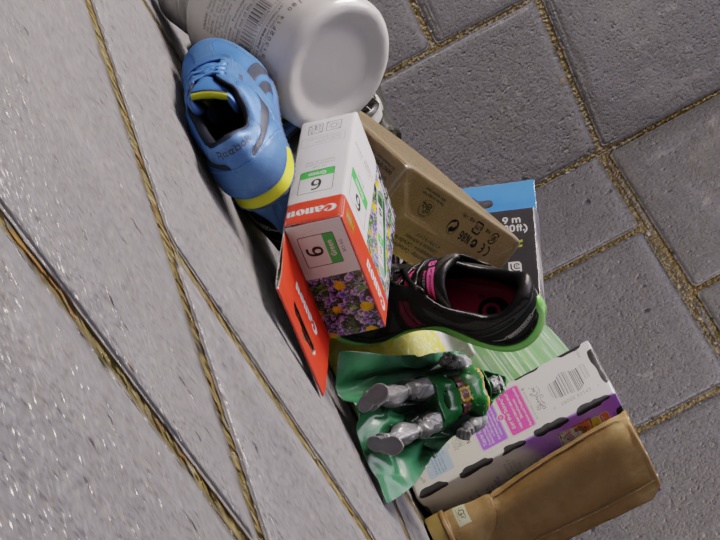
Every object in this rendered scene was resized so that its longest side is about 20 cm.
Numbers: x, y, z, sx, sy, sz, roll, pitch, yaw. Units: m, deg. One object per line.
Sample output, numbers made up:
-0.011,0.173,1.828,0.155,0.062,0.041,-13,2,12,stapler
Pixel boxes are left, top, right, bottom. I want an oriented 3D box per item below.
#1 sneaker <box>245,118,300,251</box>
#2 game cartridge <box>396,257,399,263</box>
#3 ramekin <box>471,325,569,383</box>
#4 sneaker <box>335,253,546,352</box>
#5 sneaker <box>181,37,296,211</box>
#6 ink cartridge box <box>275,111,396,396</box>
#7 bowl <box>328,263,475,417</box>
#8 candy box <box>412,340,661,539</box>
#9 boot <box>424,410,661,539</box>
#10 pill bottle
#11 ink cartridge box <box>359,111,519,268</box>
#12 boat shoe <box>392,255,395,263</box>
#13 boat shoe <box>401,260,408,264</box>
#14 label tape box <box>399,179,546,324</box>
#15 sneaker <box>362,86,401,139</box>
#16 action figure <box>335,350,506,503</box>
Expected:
-0.065,-0.070,1.592,0.200,0.070,0.083,-95,164,-67,sneaker
0.024,-0.011,2.001,0.130,0.038,0.202,80,8,-61,game cartridge
0.134,0.140,1.906,0.098,0.199,0.200,55,-1,32,ramekin
0.048,0.014,1.561,0.084,0.198,0.077,85,8,-57,sneaker
-0.102,-0.130,1.479,0.079,0.066,0.201,55,8,-40,sneaker
-0.015,-0.015,1.476,0.201,0.050,0.110,-84,157,-51,ink cartridge box
0.033,0.062,1.680,0.202,0.107,0.200,63,3,-6,bowl
0.153,0.179,1.793,0.168,0.199,0.072,59,4,-46,candy box
0.175,0.229,1.739,0.176,0.199,0.066,59,5,-45,boot
-0.078,-0.205,1.624,0.200,0.114,0.115,36,-15,40,pill bottle
0.026,-0.072,1.739,0.165,0.075,0.199,42,8,39,ink cartridge box
0.000,-0.001,1.807,0.201,0.065,0.073,44,54,-67,boat shoe
0.070,0.012,1.900,0.066,0.074,0.202,-32,126,-61,boat shoe
0.111,-0.013,2.006,0.063,0.143,0.202,68,17,-60,label tape box
-0.001,-0.152,1.951,0.200,0.066,0.091,-104,168,-62,sneaker
0.061,0.104,1.568,0.199,0.054,0.119,-13,88,-59,action figure
